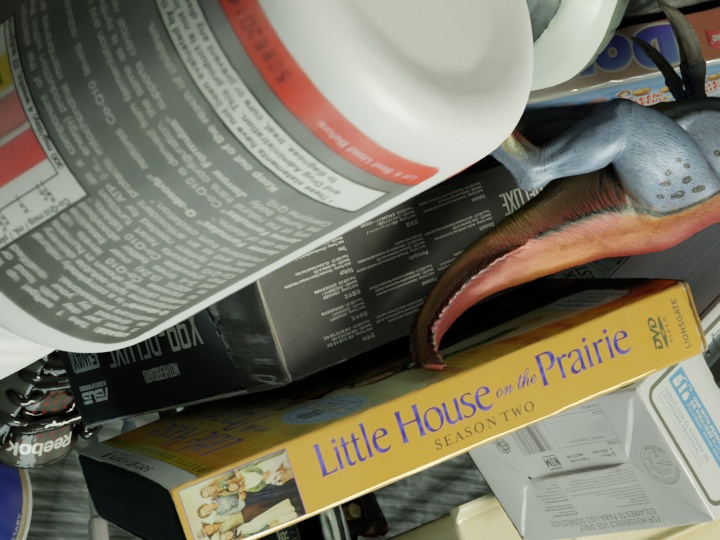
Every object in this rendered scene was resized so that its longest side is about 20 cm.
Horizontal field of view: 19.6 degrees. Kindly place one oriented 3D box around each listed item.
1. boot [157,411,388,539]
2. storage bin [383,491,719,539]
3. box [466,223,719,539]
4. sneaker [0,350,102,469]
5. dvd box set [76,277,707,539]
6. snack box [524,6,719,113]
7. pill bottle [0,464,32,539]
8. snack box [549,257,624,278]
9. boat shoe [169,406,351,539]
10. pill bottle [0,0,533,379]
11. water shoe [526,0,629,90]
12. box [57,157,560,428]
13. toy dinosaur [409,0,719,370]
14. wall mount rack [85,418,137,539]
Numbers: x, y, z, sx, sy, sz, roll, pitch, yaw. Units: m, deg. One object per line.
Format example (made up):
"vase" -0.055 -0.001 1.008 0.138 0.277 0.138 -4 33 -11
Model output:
"boot" -0.012 0.057 1.020 0.198 0.152 0.073 -11 167 -8
"storage bin" 0.105 0.136 0.970 0.197 0.094 0.200 -19 171 -23
"box" 0.143 0.023 0.846 0.200 0.060 0.116 -42 -166 -35
"sneaker" -0.136 0.032 0.917 0.070 0.099 0.200 -2 162 -31
"dvd box set" 0.006 0.048 0.758 0.199 0.030 0.146 -21 -173 -18
"snack box" 0.077 -0.071 0.843 0.198 0.025 0.072 -12 168 -2
"pill bottle" -0.265 0.122 1.135 0.115 0.117 0.200 -15 167 10
"snack box" 0.180 0.016 1.086 0.198 0.053 0.142 -11 -152 -10
"boat shoe" -0.052 0.072 0.929 0.073 0.201 0.068 -14 -173 -1
"pill bottle" -0.060 -0.046 0.584 0.199 0.117 0.115 -27 161 33
"water shoe" 0.012 -0.083 0.685 0.078 0.072 0.200 22 154 -20
"box" 0.000 0.000 0.825 0.199 0.050 0.157 -21 -177 -36
"toy dinosaur" 0.120 -0.039 0.759 0.180 0.202 0.105 19 180 -15
"wall mount rack" -0.083 0.078 1.120 0.198 0.075 0.174 -13 -166 3
